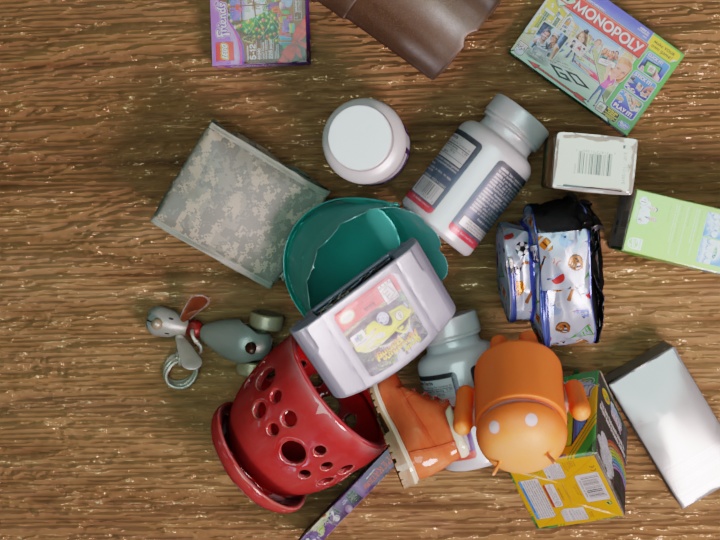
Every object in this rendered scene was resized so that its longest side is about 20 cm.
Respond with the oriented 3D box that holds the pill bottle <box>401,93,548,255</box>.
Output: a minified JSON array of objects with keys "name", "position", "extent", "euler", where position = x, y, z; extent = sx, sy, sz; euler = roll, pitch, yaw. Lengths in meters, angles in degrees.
[{"name":"pill bottle","position":[0.160,-0.132,1.592],"extent":[0.119,0.120,0.200],"euler":[38,94,2]}]

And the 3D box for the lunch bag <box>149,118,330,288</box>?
[{"name":"lunch bag","position":[-0.161,-0.089,1.620],"extent":[0.199,0.118,0.165],"euler":[31,94,-9]}]

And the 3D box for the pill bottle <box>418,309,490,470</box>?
[{"name":"pill bottle","position":[0.142,0.161,1.604],"extent":[0.111,0.111,0.201],"euler":[-14,92,6]}]

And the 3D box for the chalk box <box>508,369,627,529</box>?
[{"name":"chalk box","position":[0.279,0.222,1.568],"extent":[0.123,0.200,0.125],"euler":[-15,122,23]}]

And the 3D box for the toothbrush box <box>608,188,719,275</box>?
[{"name":"toothbrush box","position":[0.442,-0.045,1.558],"extent":[0.199,0.146,0.087],"euler":[12,93,4]}]

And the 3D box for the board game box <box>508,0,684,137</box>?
[{"name":"board game box","position":[0.323,-0.297,1.615],"extent":[0.200,0.029,0.135],"euler":[35,96,2]}]

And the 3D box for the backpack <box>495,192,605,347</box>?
[{"name":"backpack","position":[0.256,0.007,1.563],"extent":[0.153,0.200,0.192],"euler":[-12,98,10]}]

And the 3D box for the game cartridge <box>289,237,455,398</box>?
[{"name":"game cartridge","position":[0.022,0.067,1.506],"extent":[0.200,0.041,0.133],"euler":[-37,119,-8]}]

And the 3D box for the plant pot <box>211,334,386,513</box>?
[{"name":"plant pot","position":[-0.089,0.210,1.596],"extent":[0.182,0.200,0.201],"euler":[-39,89,16]}]

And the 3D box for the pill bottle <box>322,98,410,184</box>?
[{"name":"pill bottle","position":[0.008,-0.170,1.562],"extent":[0.111,0.200,0.112],"euler":[0,92,5]}]

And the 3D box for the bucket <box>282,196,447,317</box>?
[{"name":"bucket","position":[0.000,0.000,1.572],"extent":[0.206,0.135,0.209],"euler":[-6,106,-21]}]

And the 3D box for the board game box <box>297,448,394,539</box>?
[{"name":"board game box","position":[-0.009,0.308,1.628],"extent":[0.032,0.120,0.200],"euler":[43,96,1]}]

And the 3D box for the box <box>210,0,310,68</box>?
[{"name":"box","position":[-0.141,-0.386,1.645],"extent":[0.136,0.039,0.202],"euler":[-2,93,6]}]

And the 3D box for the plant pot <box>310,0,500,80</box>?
[{"name":"plant pot","position":[0.072,-0.373,1.559],"extent":[0.198,0.200,0.201],"euler":[39,95,-5]}]

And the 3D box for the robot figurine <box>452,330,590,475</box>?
[{"name":"robot figurine","position":[0.201,0.167,1.469],"extent":[0.143,0.201,0.117],"euler":[20,132,-14]}]

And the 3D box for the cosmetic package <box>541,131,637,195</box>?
[{"name":"cosmetic package","position":[0.295,-0.138,1.539],"extent":[0.104,0.200,0.072],"euler":[6,94,6]}]

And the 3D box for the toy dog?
[{"name":"toy dog","position":[-0.205,0.097,1.646],"extent":[0.199,0.096,0.133],"euler":[-9,92,5]}]

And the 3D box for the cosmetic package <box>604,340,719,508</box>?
[{"name":"cosmetic package","position":[0.426,0.208,1.604],"extent":[0.106,0.090,0.201],"euler":[-29,87,6]}]

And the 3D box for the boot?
[{"name":"boot","position":[0.073,0.186,1.544],"extent":[0.107,0.201,0.075],"euler":[-23,136,-1]}]
